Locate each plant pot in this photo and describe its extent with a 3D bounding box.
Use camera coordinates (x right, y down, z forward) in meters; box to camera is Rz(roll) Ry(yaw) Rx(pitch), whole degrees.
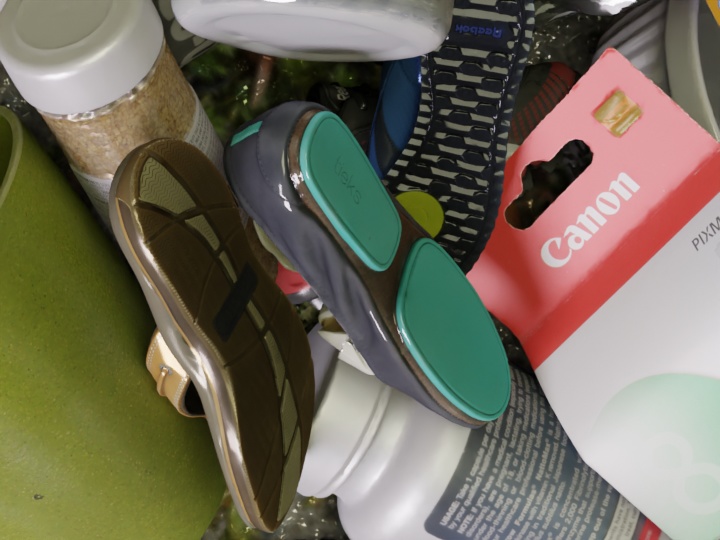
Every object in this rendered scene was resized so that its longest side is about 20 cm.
[{"bbox_3d":[-0.159,0.059,0.885,0.187,0.187,0.200,-48,119,-6],"label":"plant pot"}]

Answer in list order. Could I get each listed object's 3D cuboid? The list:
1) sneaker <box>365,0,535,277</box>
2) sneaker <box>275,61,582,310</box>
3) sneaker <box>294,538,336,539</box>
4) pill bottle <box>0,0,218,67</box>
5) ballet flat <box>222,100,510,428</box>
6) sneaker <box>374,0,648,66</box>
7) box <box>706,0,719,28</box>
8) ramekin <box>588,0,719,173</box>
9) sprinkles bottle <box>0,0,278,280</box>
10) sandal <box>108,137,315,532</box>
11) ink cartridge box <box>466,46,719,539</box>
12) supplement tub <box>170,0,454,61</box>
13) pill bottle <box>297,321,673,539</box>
[{"bbox_3d":[0.037,-0.072,0.901,0.065,0.079,0.201,9,117,-10],"label":"sneaker"},{"bbox_3d":[0.025,-0.066,0.964,0.199,0.071,0.098,-30,105,-9],"label":"sneaker"},{"bbox_3d":[-0.051,0.192,0.971,0.198,0.078,0.091,-2,96,-3],"label":"sneaker"},{"bbox_3d":[-0.085,-0.165,0.902,0.199,0.113,0.114,-34,103,-9],"label":"pill bottle"},{"bbox_3d":[0.000,0.000,0.866,0.073,0.073,0.200,-43,126,-7],"label":"ballet flat"},{"bbox_3d":[0.082,-0.154,0.936,0.199,0.086,0.081,-6,116,29],"label":"sneaker"},{"bbox_3d":[0.230,-0.082,0.866,0.119,0.041,0.201,-17,80,-49],"label":"box"},{"bbox_3d":[0.208,-0.076,0.964,0.199,0.105,0.202,11,70,-32],"label":"ramekin"},{"bbox_3d":[-0.096,-0.051,0.856,0.068,0.068,0.200,-36,142,-9],"label":"sprinkles bottle"},{"bbox_3d":[-0.071,0.029,0.842,0.081,0.054,0.201,-58,136,-43],"label":"sandal"},{"bbox_3d":[0.140,0.019,0.885,0.200,0.050,0.161,40,126,-4],"label":"ink cartridge box"},{"bbox_3d":[-0.014,-0.197,0.799,0.121,0.122,0.202,5,86,-15],"label":"supplement tub"},{"bbox_3d":[0.055,0.102,0.964,0.199,0.120,0.120,27,88,-16],"label":"pill bottle"}]
